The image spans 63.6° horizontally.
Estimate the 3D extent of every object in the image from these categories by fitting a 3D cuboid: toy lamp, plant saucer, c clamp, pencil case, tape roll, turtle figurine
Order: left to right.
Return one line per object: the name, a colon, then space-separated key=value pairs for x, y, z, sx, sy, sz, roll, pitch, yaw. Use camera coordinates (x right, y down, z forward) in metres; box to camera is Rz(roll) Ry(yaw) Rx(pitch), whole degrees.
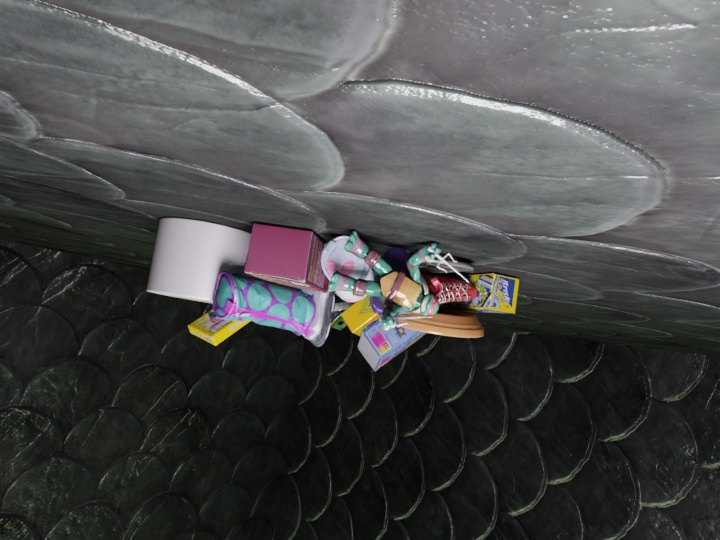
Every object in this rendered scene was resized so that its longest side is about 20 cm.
tape roll: x=-0.305 y=-0.011 z=1.136 sx=0.198 sy=0.143 sz=0.203 roll=9 pitch=173 yaw=1
pencil case: x=-0.175 y=0.065 z=1.065 sx=0.198 sy=0.085 sz=0.093 roll=17 pitch=-146 yaw=-43
pencil case: x=-0.020 y=-0.001 z=1.032 sx=0.082 sy=0.091 sz=0.200 roll=-35 pitch=171 yaw=-4
toy lamp: x=0.051 y=0.029 z=1.045 sx=0.057 sy=0.059 sz=0.201 roll=9 pitch=155 yaw=-3
turtle figurine: x=0.057 y=0.026 z=0.896 sx=0.196 sy=0.152 sz=0.101 roll=23 pitch=158 yaw=4
c clamp: x=0.105 y=-0.011 z=1.056 sx=0.167 sy=0.028 sz=0.199 roll=12 pitch=173 yaw=-23
plant saucer: x=0.146 y=0.093 z=1.140 sx=0.195 sy=0.038 sz=0.200 roll=8 pitch=-176 yaw=0

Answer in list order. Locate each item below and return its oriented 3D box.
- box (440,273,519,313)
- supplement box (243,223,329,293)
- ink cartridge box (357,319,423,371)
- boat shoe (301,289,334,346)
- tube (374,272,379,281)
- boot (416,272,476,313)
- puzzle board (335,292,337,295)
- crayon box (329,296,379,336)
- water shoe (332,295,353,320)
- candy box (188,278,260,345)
box: x=0.235 y=0.048 z=1.186 sx=0.063 sy=0.072 sz=0.199 roll=12 pitch=173 yaw=-22
supplement box: x=-0.121 y=-0.018 z=1.047 sx=0.108 sy=0.088 sz=0.200 roll=9 pitch=174 yaw=9
ink cartridge box: x=0.095 y=0.128 z=1.301 sx=0.077 sy=0.198 sz=0.137 roll=51 pitch=163 yaw=13
boat shoe: x=-0.085 y=0.069 z=1.259 sx=0.070 sy=0.203 sz=0.068 roll=-15 pitch=137 yaw=22
tube: x=-0.029 y=0.009 z=1.351 sx=0.195 sy=0.052 sz=0.077 roll=11 pitch=-178 yaw=17
boot: x=0.155 y=0.039 z=1.083 sx=0.140 sy=0.074 sz=0.200 roll=5 pitch=-174 yaw=1
puzzle board: x=-0.044 y=0.029 z=1.386 sx=0.196 sy=0.018 sz=0.150 roll=17 pitch=-163 yaw=25
crayon box: x=0.033 y=0.080 z=1.255 sx=0.051 sy=0.199 sz=0.127 roll=53 pitch=-177 yaw=14
water shoe: x=-0.016 y=0.065 z=1.403 sx=0.195 sy=0.080 sz=0.072 roll=-8 pitch=150 yaw=-2
candy box: x=-0.255 y=0.082 z=1.222 sx=0.101 sy=0.027 sz=0.199 roll=9 pitch=-144 yaw=45
